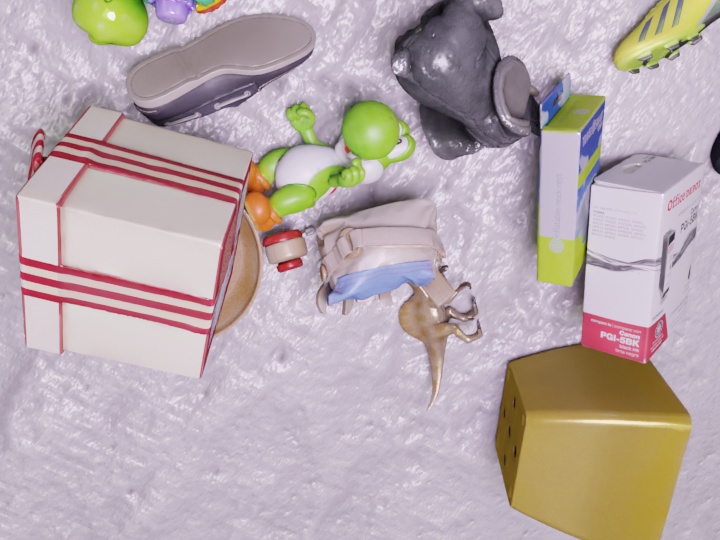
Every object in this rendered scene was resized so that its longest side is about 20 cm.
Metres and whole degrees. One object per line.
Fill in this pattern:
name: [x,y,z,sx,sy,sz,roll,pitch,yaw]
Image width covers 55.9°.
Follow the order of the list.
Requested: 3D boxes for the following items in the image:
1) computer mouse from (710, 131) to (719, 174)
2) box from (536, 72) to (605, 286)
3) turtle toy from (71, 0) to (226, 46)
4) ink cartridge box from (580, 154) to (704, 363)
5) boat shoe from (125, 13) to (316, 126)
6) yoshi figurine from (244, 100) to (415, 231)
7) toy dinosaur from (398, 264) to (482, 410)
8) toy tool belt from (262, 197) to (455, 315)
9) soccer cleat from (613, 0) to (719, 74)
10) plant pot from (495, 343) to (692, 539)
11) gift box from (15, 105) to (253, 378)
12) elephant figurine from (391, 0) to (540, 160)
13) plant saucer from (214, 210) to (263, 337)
computer mouse: [0.491,-0.205,0.813,0.058,0.034,0.202,21,106,-16]
box: [0.232,-0.101,0.751,0.047,0.122,0.203,10,123,27]
turtle toy: [-0.179,-0.280,0.621,0.197,0.147,0.102,-25,135,1]
ink cartridge box: [0.330,-0.019,0.795,0.146,0.082,0.203,-27,122,-43]
boat shoe: [-0.138,-0.204,0.702,0.197,0.074,0.063,-21,157,-7]
yoshi figurine: [-0.037,-0.123,0.715,0.197,0.112,0.114,-22,107,-4]
toy dinosaur: [0.099,0.067,0.850,0.099,0.058,0.203,-13,106,12]
toy tool belt: [0.000,0.000,0.750,0.196,0.125,0.125,-14,91,-3]
soccer cleat: [0.361,-0.296,0.750,0.198,0.065,0.084,-33,84,8]
plant pot: [0.273,0.213,0.861,0.173,0.201,0.204,4,111,0]
gift box: [-0.212,-0.031,0.637,0.183,0.201,0.187,13,122,-9]
elephant figurine: [0.128,-0.178,0.700,0.154,0.142,0.201,-38,109,1]
plant saucer: [-0.206,-0.016,0.757,0.196,0.036,0.204,-1,111,-3]
